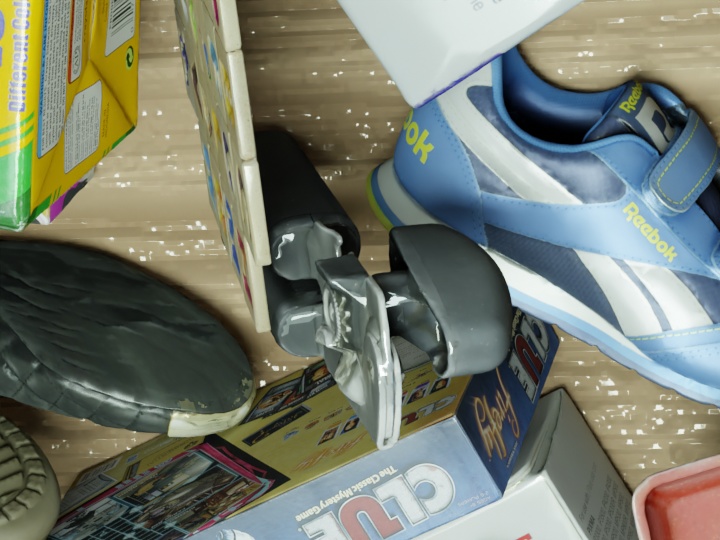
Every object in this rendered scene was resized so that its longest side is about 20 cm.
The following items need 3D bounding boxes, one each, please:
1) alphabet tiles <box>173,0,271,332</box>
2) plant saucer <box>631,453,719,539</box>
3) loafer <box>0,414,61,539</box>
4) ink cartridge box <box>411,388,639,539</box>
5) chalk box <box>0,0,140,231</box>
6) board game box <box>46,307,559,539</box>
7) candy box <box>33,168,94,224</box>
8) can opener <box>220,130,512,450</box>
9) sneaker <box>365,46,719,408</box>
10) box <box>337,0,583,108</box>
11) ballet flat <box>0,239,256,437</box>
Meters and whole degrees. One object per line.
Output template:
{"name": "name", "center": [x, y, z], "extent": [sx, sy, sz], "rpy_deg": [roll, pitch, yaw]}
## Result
{"name": "alphabet tiles", "center": [-0.051, -0.080, 0.906], "extent": [0.006, 0.200, 0.167], "rpy_deg": [-9, 110, -7]}
{"name": "plant saucer", "center": [0.200, 0.137, 0.970], "extent": [0.199, 0.037, 0.201], "rpy_deg": [-16, 101, -12]}
{"name": "loafer", "center": [-0.184, 0.088, 1.039], "extent": [0.199, 0.076, 0.068], "rpy_deg": [13, 120, 42]}
{"name": "ink cartridge box", "center": [0.061, 0.166, 1.031], "extent": [0.146, 0.083, 0.201], "rpy_deg": [-27, 103, 20]}
{"name": "chalk box", "center": [-0.180, -0.100, 0.897], "extent": [0.199, 0.124, 0.125], "rpy_deg": [7, 109, 10]}
{"name": "board game box", "center": [-0.032, 0.077, 0.991], "extent": [0.199, 0.136, 0.035], "rpy_deg": [-26, 103, 21]}
{"name": "candy box", "center": [-0.198, -0.096, 1.002], "extent": [0.199, 0.061, 0.137], "rpy_deg": [5, 111, 10]}
{"name": "can opener", "center": [0.000, 0.000, 0.933], "extent": [0.066, 0.200, 0.054], "rpy_deg": [-8, 111, -11]}
{"name": "sneaker", "center": [0.103, -0.014, 0.960], "extent": [0.199, 0.074, 0.083], "rpy_deg": [25, 112, 1]}
{"name": "box", "center": [0.053, -0.189, 0.886], "extent": [0.199, 0.105, 0.184], "rpy_deg": [-31, 100, 22]}
{"name": "ballet flat", "center": [-0.132, 0.024, 1.041], "extent": [0.199, 0.067, 0.057], "rpy_deg": [15, 136, 12]}
